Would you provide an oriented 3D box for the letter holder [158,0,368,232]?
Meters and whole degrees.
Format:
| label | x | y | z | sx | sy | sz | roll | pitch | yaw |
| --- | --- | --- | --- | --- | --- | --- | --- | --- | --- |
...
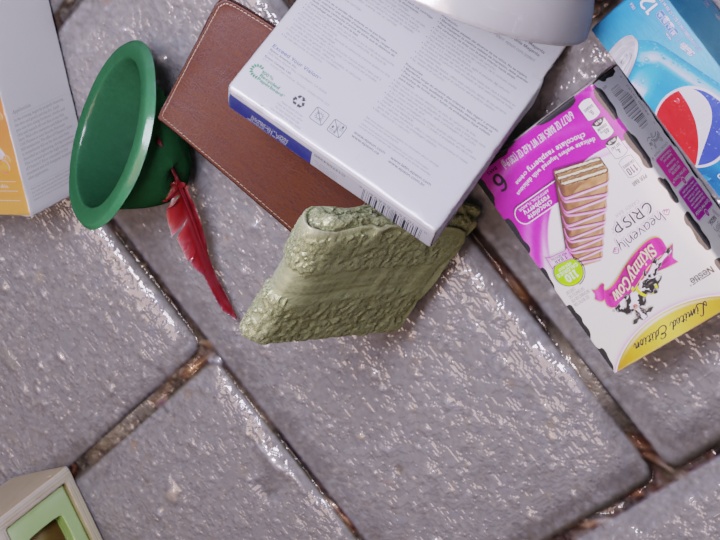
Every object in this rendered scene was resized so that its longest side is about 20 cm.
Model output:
| label | x | y | z | sx | sy | sz | roll | pitch | yaw |
| --- | --- | --- | --- | --- | --- | --- | --- | --- | --- |
| letter holder | -0.046 | -0.133 | 1.261 | 0.200 | 0.100 | 0.143 | 40 | 125 | 9 |

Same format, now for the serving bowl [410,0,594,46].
| label | x | y | z | sx | sy | sz | roll | pitch | yaw |
| --- | --- | --- | --- | --- | --- | --- | --- | --- | --- |
| serving bowl | 0.083 | -0.233 | 1.077 | 0.199 | 0.200 | 0.066 | 30 | 115 | 16 |

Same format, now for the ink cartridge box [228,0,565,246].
| label | x | y | z | sx | sy | sz | roll | pitch | yaw |
| --- | --- | --- | --- | --- | --- | --- | --- | --- | --- |
| ink cartridge box | 0.031 | -0.153 | 1.166 | 0.195 | 0.201 | 0.043 | 35 | 162 | 7 |

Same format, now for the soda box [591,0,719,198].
| label | x | y | z | sx | sy | sz | roll | pitch | yaw |
| --- | --- | --- | --- | --- | --- | --- | --- | --- | --- |
| soda box | 0.261 | -0.124 | 1.095 | 0.064 | 0.068 | 0.201 | -38 | 90 | 37 |

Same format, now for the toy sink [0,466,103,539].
| label | x | y | z | sx | sy | sz | roll | pitch | yaw |
| --- | --- | --- | --- | --- | --- | --- | --- | --- | --- |
| toy sink | -0.351 | 0.340 | 1.651 | 0.111 | 0.130 | 0.202 | -15 | 103 | 35 |

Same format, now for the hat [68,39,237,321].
| label | x | y | z | sx | sy | sz | roll | pitch | yaw |
| --- | --- | --- | --- | --- | --- | --- | --- | --- | --- |
| hat | -0.162 | -0.096 | 1.392 | 0.201 | 0.175 | 0.167 | -55 | 37 | 31 |

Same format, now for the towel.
| label | x | y | z | sx | sy | sz | roll | pitch | yaw |
| --- | --- | --- | --- | --- | --- | --- | --- | --- | --- |
| towel | 0.000 | 0.000 | 1.239 | 0.037 | 0.199 | 0.149 | 53 | 129 | 28 |

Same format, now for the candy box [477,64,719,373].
| label | x | y | z | sx | sy | sz | roll | pitch | yaw |
| --- | --- | --- | --- | --- | --- | --- | --- | --- | --- |
| candy box | 0.201 | -0.038 | 1.177 | 0.136 | 0.061 | 0.201 | -36 | 91 | 37 |

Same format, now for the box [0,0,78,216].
| label | x | y | z | sx | sy | sz | roll | pitch | yaw |
| --- | --- | --- | --- | --- | --- | --- | --- | --- | --- |
| box | -0.354 | -0.163 | 1.436 | 0.123 | 0.097 | 0.202 | 2 | 112 | 31 |
